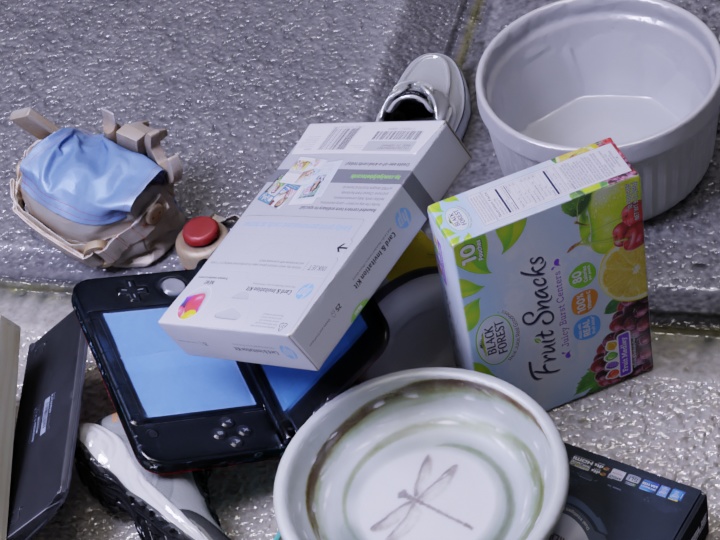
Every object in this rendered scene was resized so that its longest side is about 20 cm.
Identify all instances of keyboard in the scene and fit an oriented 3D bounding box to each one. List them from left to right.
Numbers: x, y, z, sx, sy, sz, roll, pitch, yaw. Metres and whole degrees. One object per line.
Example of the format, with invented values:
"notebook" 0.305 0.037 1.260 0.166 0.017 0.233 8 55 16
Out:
"keyboard" -0.245 0.125 1.427 0.127 0.021 0.200 -37 34 30

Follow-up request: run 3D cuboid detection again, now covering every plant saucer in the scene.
"plant saucer" 0.043 0.154 1.283 0.200 0.050 0.200 -7 44 7

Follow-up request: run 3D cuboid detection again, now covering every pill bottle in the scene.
"pill bottle" 0.000 0.000 1.468 0.112 0.112 0.200 -27 45 -15

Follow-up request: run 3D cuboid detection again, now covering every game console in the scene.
"game console" -0.101 0.033 1.394 0.172 0.119 0.200 -5 43 -25

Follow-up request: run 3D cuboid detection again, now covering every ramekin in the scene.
"ramekin" 0.199 -0.125 1.554 0.200 0.105 0.200 -7 44 7

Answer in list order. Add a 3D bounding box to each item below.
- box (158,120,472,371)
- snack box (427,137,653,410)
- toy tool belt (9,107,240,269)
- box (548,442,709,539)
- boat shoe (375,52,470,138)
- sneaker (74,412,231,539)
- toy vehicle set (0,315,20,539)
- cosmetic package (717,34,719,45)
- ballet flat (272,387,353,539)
"box" -0.033 -0.022 1.340 0.156 0.041 0.200 3 49 50
"snack box" 0.132 0.014 1.358 0.142 0.200 0.053 -20 45 -7
"toy tool belt" -0.200 -0.068 1.577 0.200 0.123 0.125 18 52 28
"box" 0.114 0.189 1.298 0.200 0.044 0.160 18 52 29
"boat shoe" 0.050 -0.129 1.620 0.074 0.065 0.200 -2 45 12
"sneaker" -0.134 0.159 1.370 0.079 0.074 0.200 -29 46 -23
"toy vehicle set" -0.314 0.139 1.398 0.124 0.027 0.200 -14 60 22
"cosmetic package" 0.361 -0.214 1.609 0.071 0.101 0.200 9 49 21
"ballet flat" -0.020 0.171 1.347 0.065 0.071 0.200 24 54 0
